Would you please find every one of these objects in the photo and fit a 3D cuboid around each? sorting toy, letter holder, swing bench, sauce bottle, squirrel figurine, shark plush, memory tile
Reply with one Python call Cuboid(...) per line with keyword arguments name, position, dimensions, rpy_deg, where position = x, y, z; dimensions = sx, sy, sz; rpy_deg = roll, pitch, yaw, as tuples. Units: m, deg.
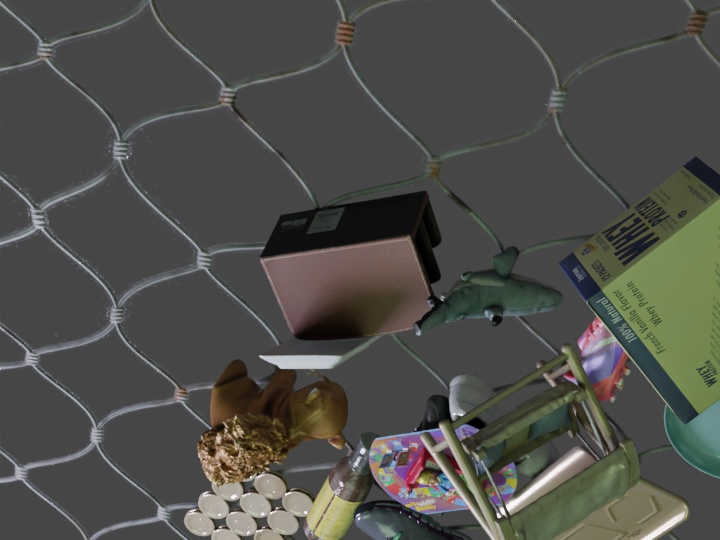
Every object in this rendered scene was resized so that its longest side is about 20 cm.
Cuboid(name="sorting toy", position=(0.314, 0.322, 1.781), dimensions=(0.200, 0.037, 0.185), rpy_deg=(30, 127, -20))
Cuboid(name="letter holder", position=(0.000, 0.000, 1.633), dimensions=(0.199, 0.101, 0.143), rpy_deg=(-8, 122, 21))
Cuboid(name="swing bench", position=(0.215, 0.231, 1.612), dimensions=(0.200, 0.198, 0.130), rpy_deg=(58, 165, 8))
Cuboid(name="sauce bottle", position=(-0.019, 0.311, 1.867), dimensions=(0.065, 0.065, 0.200), rpy_deg=(27, 125, -3))
Cuboid(name="squirrel figurine", position=(-0.112, 0.212, 1.743), dimensions=(0.186, 0.200, 0.142), rpy_deg=(-5, 115, 33))
Cuboid(name="shark plush", position=(0.149, 0.034, 1.571), dimensions=(0.083, 0.199, 0.091), rpy_deg=(45, 125, 37))
Cuboid(name="memory tile", position=(-0.166, 0.362, 1.975), dimensions=(0.153, 0.017, 0.200), rpy_deg=(32, 125, -7))

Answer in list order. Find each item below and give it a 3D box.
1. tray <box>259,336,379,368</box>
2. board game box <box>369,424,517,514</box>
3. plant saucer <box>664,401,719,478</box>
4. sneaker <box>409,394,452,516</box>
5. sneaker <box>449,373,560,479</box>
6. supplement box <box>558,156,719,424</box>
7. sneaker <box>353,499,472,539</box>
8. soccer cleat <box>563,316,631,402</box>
Cuboid(name="tray", position=(-0.044, 0.099, 1.656), dimensions=(0.107, 0.200, 0.022), rpy_deg=(-2, 96, 17))
Cuboid(name="board game box", position=(0.106, 0.279, 1.733), dimensions=(0.199, 0.039, 0.158), rpy_deg=(-11, 126, 25))
Cuboid(name="plant saucer", position=(0.486, 0.184, 1.661), dimensions=(0.199, 0.027, 0.201), rpy_deg=(7, 125, 10))
Cuboid(name="sneaker", position=(0.084, 0.251, 1.796), dimensions=(0.090, 0.076, 0.201), rpy_deg=(13, 124, 15))
Cuboid(name="sneaker", position=(0.187, 0.228, 1.744), dimensions=(0.200, 0.080, 0.070), rpy_deg=(41, 123, -14))
Cuboid(name="supplement box", position=(0.370, 0.021, 1.477), dimensions=(0.200, 0.134, 0.200), rpy_deg=(-39, 108, 8))
Cuboid(name="sneaker", position=(0.080, 0.393, 1.856), dimensions=(0.199, 0.088, 0.074), rpy_deg=(24, 129, -19))
Cuboid(name="soccer cleat", position=(0.309, 0.075, 1.618), dimensions=(0.076, 0.067, 0.201), rpy_deg=(24, 126, 17))
